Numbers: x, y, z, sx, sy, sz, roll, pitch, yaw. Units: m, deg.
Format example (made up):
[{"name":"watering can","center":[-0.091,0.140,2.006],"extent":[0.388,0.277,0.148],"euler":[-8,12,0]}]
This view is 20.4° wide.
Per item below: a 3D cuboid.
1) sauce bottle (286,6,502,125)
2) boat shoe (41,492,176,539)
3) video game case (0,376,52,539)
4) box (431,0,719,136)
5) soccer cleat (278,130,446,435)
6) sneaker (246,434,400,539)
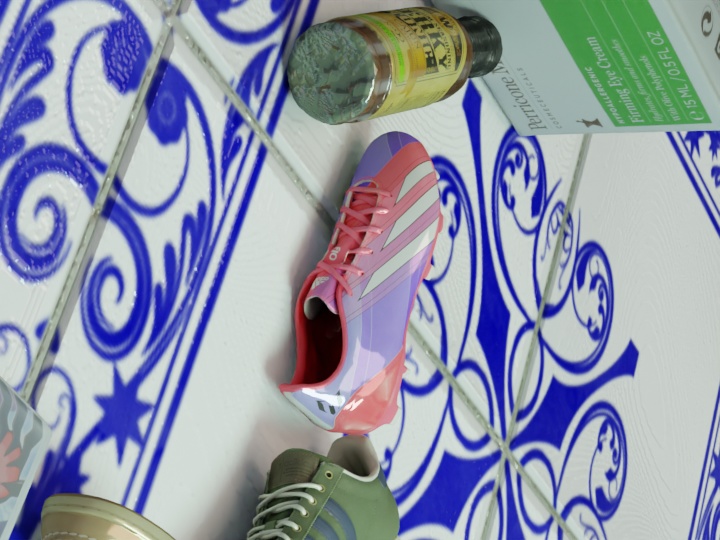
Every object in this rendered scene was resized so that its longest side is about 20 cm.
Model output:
[{"name":"sauce bottle","center":[0.028,-0.132,1.238],"extent":[0.200,0.065,0.065],"euler":[-23,110,-60]},{"name":"boat shoe","center":[-0.108,0.189,0.987],"extent":[0.065,0.071,0.200],"euler":[-64,143,-39]},{"name":"video game case","center":[-0.216,0.106,0.842],"extent":[0.182,0.023,0.200],"euler":[55,44,-46]},{"name":"box","center":[0.169,-0.226,1.377],"extent":[0.199,0.171,0.200],"euler":[49,50,-49]},{"name":"soccer cleat","center":[0.000,0.000,1.193],"extent":[0.076,0.067,0.200],"euler":[28,63,-40]},{"name":"sneaker","center":[-0.040,0.146,1.123],"extent":[0.200,0.067,0.090],"euler":[-15,96,-60]}]
